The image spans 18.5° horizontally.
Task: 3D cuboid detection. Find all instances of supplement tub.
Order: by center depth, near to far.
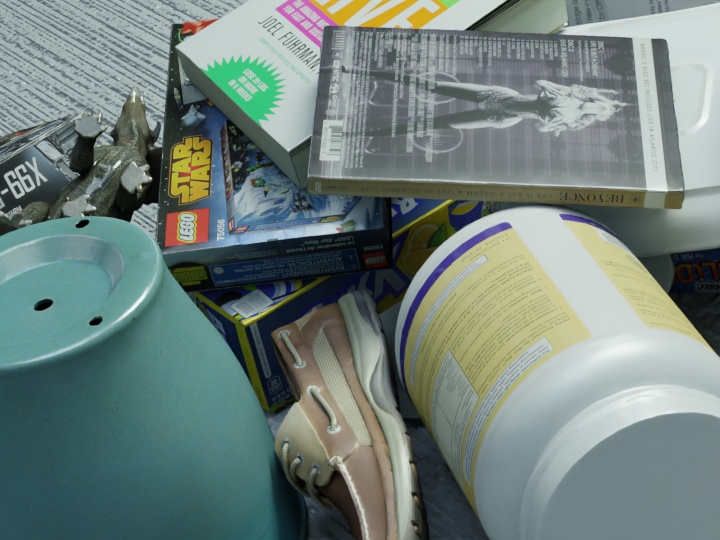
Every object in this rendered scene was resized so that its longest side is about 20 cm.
[{"bbox_3d":[0.111,0.071,1.117,0.144,0.146,0.200,-20,33,-7],"label":"supplement tub"}]

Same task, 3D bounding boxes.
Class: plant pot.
[{"bbox_3d":[-0.146,0.084,1.166,0.198,0.189,0.201,-11,33,7],"label":"plant pot"}]

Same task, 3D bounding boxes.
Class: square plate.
[{"bbox_3d":[0.174,-0.088,1.256,0.197,0.029,0.201,-8,45,24],"label":"square plate"}]

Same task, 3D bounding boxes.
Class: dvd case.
[{"bbox_3d":[0.074,-0.086,1.212,0.198,0.016,0.149,2,39,2],"label":"dvd case"}]

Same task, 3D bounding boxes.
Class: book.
[{"bbox_3d":[0.006,-0.145,1.329,0.199,0.048,0.134,-35,50,-14],"label":"book"}]

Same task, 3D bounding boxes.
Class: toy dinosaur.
[{"bbox_3d":[-0.172,-0.030,1.337,0.077,0.102,0.200,33,70,13],"label":"toy dinosaur"}]

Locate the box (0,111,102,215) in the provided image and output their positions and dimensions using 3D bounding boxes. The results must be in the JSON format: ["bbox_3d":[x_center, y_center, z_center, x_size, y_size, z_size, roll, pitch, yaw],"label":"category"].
[{"bbox_3d":[-0.280,-0.032,1.472,0.199,0.050,0.157,-34,13,-26],"label":"box"}]

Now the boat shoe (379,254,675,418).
[{"bbox_3d":[0.088,0.031,1.270,0.199,0.071,0.064,-21,-1,7],"label":"boat shoe"}]

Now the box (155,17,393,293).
[{"bbox_3d":[-0.051,-0.078,1.335,0.136,0.040,0.201,-6,48,7],"label":"box"}]

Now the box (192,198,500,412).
[{"bbox_3d":[0.000,0.000,1.337,0.199,0.070,0.064,-31,37,-22],"label":"box"}]

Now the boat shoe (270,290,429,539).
[{"bbox_3d":[-0.008,0.098,1.176,0.071,0.076,0.201,-13,42,0],"label":"boat shoe"}]

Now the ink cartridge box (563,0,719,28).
[{"bbox_3d":[0.167,-0.185,1.472,0.198,0.147,0.084,-7,34,13],"label":"ink cartridge box"}]

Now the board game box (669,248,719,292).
[{"bbox_3d":[0.206,-0.057,1.368,0.134,0.035,0.200,1,35,23],"label":"board game box"}]
